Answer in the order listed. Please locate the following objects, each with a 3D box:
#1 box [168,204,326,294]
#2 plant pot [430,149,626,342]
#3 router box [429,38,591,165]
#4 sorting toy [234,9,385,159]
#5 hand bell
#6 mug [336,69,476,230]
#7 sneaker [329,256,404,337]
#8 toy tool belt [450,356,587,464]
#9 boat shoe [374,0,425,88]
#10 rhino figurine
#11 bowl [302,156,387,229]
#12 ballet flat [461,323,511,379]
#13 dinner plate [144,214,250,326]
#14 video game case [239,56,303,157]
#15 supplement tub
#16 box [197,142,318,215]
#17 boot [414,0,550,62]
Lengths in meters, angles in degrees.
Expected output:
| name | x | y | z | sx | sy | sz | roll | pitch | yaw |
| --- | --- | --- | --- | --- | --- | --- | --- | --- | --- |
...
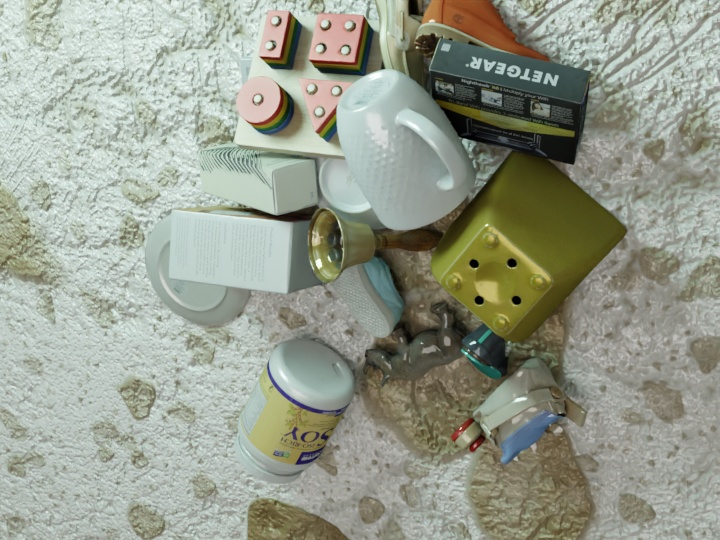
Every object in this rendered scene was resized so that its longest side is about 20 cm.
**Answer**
| name | x | y | z | sx | sy | sz | roll | pitch | yaw |
| --- | --- | --- | --- | --- | --- | --- | --- | --- | --- |
| box | -0.163 | -0.035 | 1.716 | 0.199 | 0.152 | 0.107 | 7 | 97 | 20 |
| plant pot | 0.207 | -0.020 | 1.540 | 0.195 | 0.200 | 0.194 | 41 | 121 | 5 |
| router box | 0.193 | -0.218 | 1.491 | 0.199 | 0.052 | 0.157 | 15 | 159 | 12 |
| sorting toy | -0.075 | -0.265 | 1.586 | 0.199 | 0.070 | 0.200 | 8 | 80 | 21 |
| hand bell | 0.036 | -0.040 | 1.626 | 0.104 | 0.199 | 0.105 | 10 | 102 | 59 |
| mug | 0.063 | -0.159 | 1.470 | 0.200 | 0.148 | 0.176 | 26 | 153 | 55 |
| sneaker | 0.000 | 0.000 | 1.707 | 0.074 | 0.082 | 0.201 | -12 | 116 | 39 |
| toy tool belt | 0.232 | 0.230 | 1.677 | 0.123 | 0.125 | 0.200 | 46 | 122 | 11 |
| boat shoe | 0.066 | -0.329 | 1.555 | 0.065 | 0.072 | 0.201 | -5 | 103 | 27 |
| rhino figurine | 0.078 | 0.122 | 1.738 | 0.200 | 0.060 | 0.088 | -29 | 94 | 32 |
| bowl | -0.002 | -0.140 | 1.637 | 0.200 | 0.090 | 0.202 | 7 | 114 | 15 |
| ballet flat | 0.188 | 0.111 | 1.633 | 0.073 | 0.200 | 0.074 | -2 | 78 | 11 |
| dinner plate | -0.270 | 0.001 | 1.866 | 0.199 | 0.024 | 0.201 | 10 | 114 | 22 |
| video game case | -0.106 | -0.216 | 1.707 | 0.142 | 0.018 | 0.201 | 6 | 113 | 22 |
| supplement tub | -0.108 | 0.225 | 1.813 | 0.145 | 0.145 | 0.201 | 33 | 120 | 9 |
| box | -0.151 | -0.137 | 1.665 | 0.200 | 0.082 | 0.069 | 17 | 118 | 48 |
| boot | 0.177 | -0.310 | 1.508 | 0.199 | 0.108 | 0.075 | 22 | 156 | -13 |
